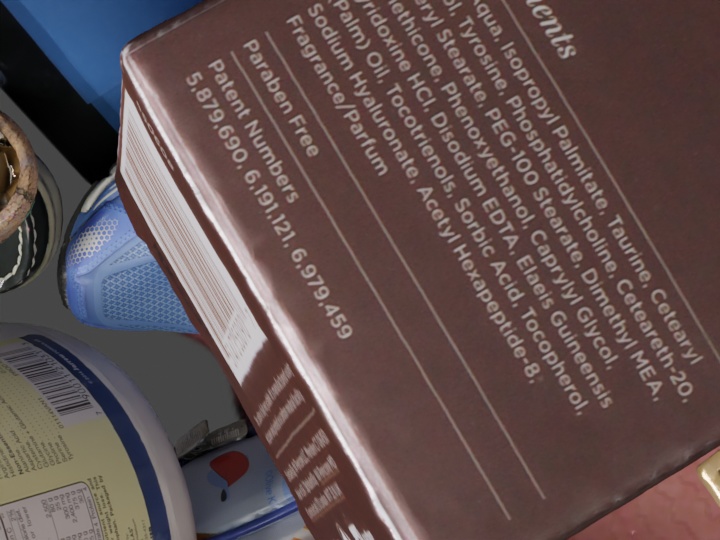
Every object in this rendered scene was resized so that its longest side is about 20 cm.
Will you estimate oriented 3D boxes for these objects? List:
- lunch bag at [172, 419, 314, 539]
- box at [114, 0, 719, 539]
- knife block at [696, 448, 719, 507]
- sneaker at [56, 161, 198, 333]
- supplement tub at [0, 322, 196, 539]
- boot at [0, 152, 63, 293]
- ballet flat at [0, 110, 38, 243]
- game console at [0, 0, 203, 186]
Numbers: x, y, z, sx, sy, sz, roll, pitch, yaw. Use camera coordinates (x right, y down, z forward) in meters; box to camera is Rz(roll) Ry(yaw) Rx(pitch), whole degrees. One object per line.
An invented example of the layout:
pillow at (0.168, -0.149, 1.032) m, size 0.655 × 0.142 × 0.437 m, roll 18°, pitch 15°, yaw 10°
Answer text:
lunch bag at (-0.002, 0.134, 0.926) m, size 0.160 × 0.076 × 0.200 m, roll -23°, pitch 119°, yaw 14°
box at (0.054, -0.021, 0.718) m, size 0.199 × 0.166 × 0.165 m, roll -30°, pitch 85°, yaw -9°
knife block at (0.172, 0.066, 0.826) m, size 0.200 × 0.064 × 0.176 m, roll -29°, pitch 166°, yaw -26°
sneaker at (0.000, 0.000, 0.830) m, size 0.199 × 0.089 × 0.079 m, roll -4°, pitch 135°, yaw 2°
supplement tub at (-0.164, 0.101, 0.803) m, size 0.144 × 0.200 × 0.146 m, roll 8°, pitch 104°, yaw 37°
boot at (-0.205, 0.003, 0.780) m, size 0.202 × 0.154 × 0.074 m, roll 7°, pitch 117°, yaw 7°
ballet flat at (-0.177, -0.055, 0.714) m, size 0.199 × 0.067 × 0.068 m, roll 19°, pitch 84°, yaw -26°
game console at (-0.051, -0.107, 0.762) m, size 0.200 × 0.171 × 0.119 m, roll -32°, pitch 90°, yaw 16°
